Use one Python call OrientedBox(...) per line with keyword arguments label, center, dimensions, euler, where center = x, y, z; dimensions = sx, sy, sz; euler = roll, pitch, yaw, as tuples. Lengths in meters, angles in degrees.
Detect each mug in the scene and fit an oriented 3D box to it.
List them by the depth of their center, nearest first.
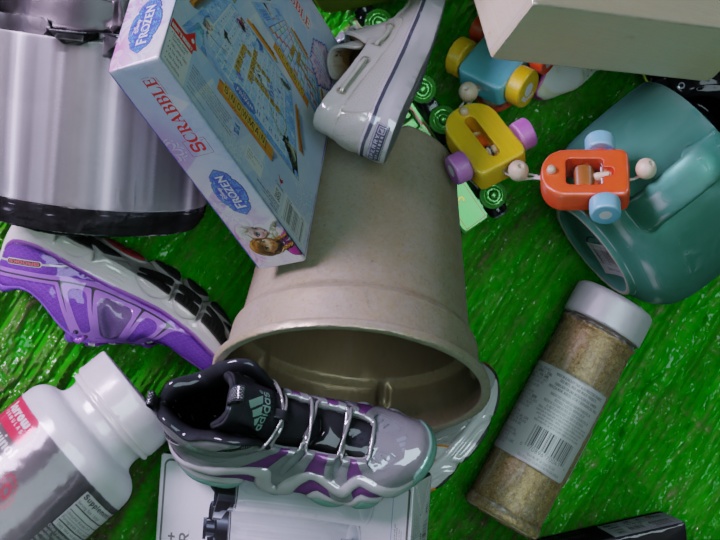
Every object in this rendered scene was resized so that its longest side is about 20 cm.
OrientedBox(label="mug", center=(0.216, -0.058, 1.218), dimensions=(0.114, 0.185, 0.152), euler=(-38, 54, -5))

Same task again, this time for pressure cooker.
OrientedBox(label="pressure cooker", center=(-0.184, -0.133, 1.125), dimensions=(0.174, 0.178, 0.203), euler=(9, 100, 20))

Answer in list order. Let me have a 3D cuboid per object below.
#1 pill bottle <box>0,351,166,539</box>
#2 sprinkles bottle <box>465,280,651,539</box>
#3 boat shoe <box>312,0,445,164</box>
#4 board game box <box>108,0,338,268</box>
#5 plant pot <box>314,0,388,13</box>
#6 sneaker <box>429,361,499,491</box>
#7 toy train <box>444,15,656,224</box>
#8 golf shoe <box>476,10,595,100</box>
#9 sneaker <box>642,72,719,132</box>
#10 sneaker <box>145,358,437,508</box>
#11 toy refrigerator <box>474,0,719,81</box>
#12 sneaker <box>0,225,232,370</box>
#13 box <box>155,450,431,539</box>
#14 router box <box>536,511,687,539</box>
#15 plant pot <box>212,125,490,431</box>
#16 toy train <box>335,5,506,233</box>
OrientedBox(label="pill bottle", center=(-0.237, 0.155, 1.165), dimensions=(0.200, 0.111, 0.111), euler=(-41, 98, -8))
OrientedBox(label="sprinkles bottle", center=(0.156, 0.110, 1.264), dimensions=(0.068, 0.068, 0.202), euler=(30, 86, -10))
OrientedBox(label="boat shoe", center=(0.012, -0.151, 1.151), dimensions=(0.069, 0.201, 0.071), euler=(21, 132, 2))
OrientedBox(label="board game box", center=(-0.082, -0.141, 1.076), dimensions=(0.041, 0.201, 0.201), euler=(-10, 138, 24))
OrientedBox(label="plant pot", center=(0.023, -0.315, 1.138), dimensions=(0.197, 0.181, 0.203), euler=(-14, 87, 11))
OrientedBox(label="sneaker", center=(0.024, 0.137, 1.238), dimensions=(0.092, 0.076, 0.200), euler=(43, 82, -5))
OrientedBox(label="toy train", center=(0.135, -0.108, 1.183), dimensions=(0.148, 0.056, 0.202), euler=(-5, 55, 3))
OrientedBox(label="golf shoe", center=(0.119, -0.224, 1.250), dimensions=(0.091, 0.075, 0.201), euler=(-39, 97, -5))
OrientedBox(label="sneaker", center=(0.251, -0.173, 1.272), dimensions=(0.199, 0.072, 0.083), euler=(34, 78, -10))
OrientedBox(label="sneaker", center=(-0.053, 0.107, 1.096), dimensions=(0.197, 0.140, 0.079), euler=(-2, 63, 12))
OrientedBox(label="toy refrigerator", center=(0.181, -0.191, 1.157), dimensions=(0.198, 0.070, 0.077), euler=(1, 60, -28))
OrientedBox(label="sneaker", center=(-0.181, 0.029, 1.204), dimensions=(0.198, 0.081, 0.084), euler=(29, 102, -3))
OrientedBox(label="box", center=(-0.052, 0.200, 1.189), dimensions=(0.197, 0.060, 0.118), euler=(6, 91, 15))
OrientedBox(label="router box", center=(0.173, 0.293, 1.278), dimensions=(0.197, 0.052, 0.159), euler=(-10, 93, -11))
OrientedBox(label="plant pot", center=(0.000, 0.000, 1.169), dimensions=(0.198, 0.201, 0.186), euler=(11, 63, -11))
OrientedBox(label="toy train", center=(0.045, -0.117, 1.254), dimensions=(0.056, 0.042, 0.201), euler=(-35, 97, 2))
